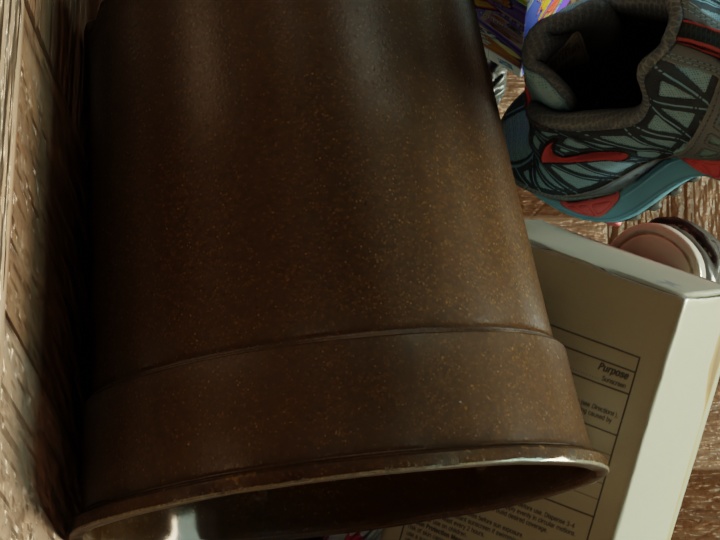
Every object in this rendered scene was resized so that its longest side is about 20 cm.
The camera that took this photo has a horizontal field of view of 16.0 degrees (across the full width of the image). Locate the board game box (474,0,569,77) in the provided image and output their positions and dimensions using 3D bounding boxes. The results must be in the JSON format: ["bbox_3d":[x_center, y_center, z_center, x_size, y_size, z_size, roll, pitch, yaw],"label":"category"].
[{"bbox_3d":[-0.007,-0.161,1.039,0.045,0.200,0.134,-58,173,-6],"label":"board game box"}]

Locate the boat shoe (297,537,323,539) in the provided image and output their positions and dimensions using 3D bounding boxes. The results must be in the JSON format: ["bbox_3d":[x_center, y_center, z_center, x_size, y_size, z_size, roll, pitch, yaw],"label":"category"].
[{"bbox_3d":[-0.060,0.104,1.091,0.202,0.065,0.074,67,21,0],"label":"boat shoe"}]

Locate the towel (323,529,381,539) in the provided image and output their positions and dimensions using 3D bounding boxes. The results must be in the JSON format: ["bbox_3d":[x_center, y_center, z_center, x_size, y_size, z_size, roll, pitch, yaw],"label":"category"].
[{"bbox_3d":[-0.029,0.131,1.293,0.200,0.023,0.144,-48,-164,22],"label":"towel"}]

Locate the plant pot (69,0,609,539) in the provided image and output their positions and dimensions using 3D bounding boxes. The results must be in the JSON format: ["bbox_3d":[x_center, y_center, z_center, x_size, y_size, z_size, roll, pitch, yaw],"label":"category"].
[{"bbox_3d":[-0.019,-0.007,0.963,0.200,0.200,0.198,78,6,-80],"label":"plant pot"}]

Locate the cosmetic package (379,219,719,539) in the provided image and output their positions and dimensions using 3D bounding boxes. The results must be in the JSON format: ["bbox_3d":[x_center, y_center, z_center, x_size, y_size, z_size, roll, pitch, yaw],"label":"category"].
[{"bbox_3d":[0.075,0.087,1.054,0.071,0.105,0.200,-4,113,-61],"label":"cosmetic package"}]

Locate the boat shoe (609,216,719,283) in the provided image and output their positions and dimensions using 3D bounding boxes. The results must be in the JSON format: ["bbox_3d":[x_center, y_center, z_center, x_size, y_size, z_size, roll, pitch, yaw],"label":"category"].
[{"bbox_3d":[0.101,0.067,1.113,0.057,0.067,0.200,-3,126,-60],"label":"boat shoe"}]

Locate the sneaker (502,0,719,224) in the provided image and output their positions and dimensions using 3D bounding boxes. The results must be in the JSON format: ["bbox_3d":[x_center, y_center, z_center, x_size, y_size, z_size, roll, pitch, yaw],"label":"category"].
[{"bbox_3d":[0.099,-0.076,0.993,0.200,0.096,0.079,-13,-124,62],"label":"sneaker"}]

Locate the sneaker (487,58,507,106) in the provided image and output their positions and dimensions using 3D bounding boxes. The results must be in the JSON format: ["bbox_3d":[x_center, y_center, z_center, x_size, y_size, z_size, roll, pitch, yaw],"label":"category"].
[{"bbox_3d":[-0.006,-0.145,1.156,0.079,0.200,0.096,-47,175,12],"label":"sneaker"}]
